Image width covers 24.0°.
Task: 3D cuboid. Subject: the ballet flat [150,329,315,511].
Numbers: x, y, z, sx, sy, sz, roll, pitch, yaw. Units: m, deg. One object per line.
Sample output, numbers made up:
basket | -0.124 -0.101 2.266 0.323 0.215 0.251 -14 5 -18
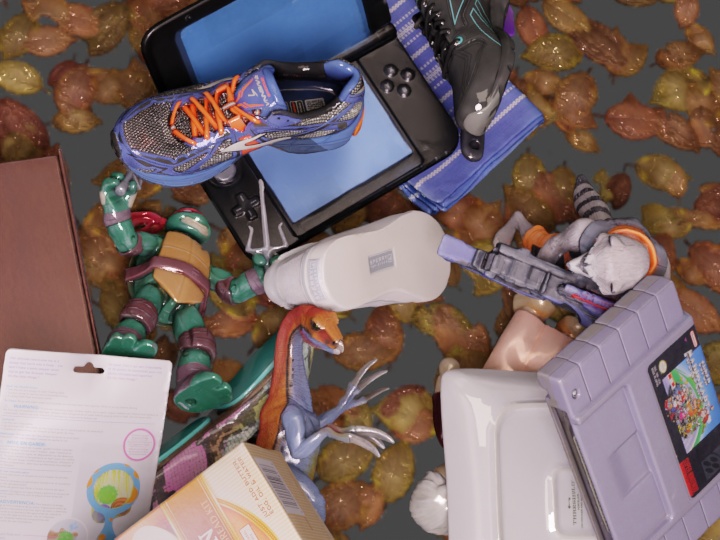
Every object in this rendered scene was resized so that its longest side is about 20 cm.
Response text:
ballet flat | -0.092 0.121 1.234 0.200 0.069 0.071 -43 101 -20

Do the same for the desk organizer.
desk organizer | -0.238 0.022 1.229 0.077 0.072 0.201 -9 71 -14

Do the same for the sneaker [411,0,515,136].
sneaker | 0.077 -0.184 1.335 0.079 0.076 0.201 14 46 -10

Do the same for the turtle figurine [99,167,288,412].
turtle figurine | -0.130 0.001 1.243 0.149 0.101 0.201 15 48 -12

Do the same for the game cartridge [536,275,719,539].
game cartridge | 0.204 0.118 1.204 0.129 0.038 0.201 -36 120 -22

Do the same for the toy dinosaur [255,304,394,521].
toy dinosaur | -0.048 0.123 1.183 0.199 0.105 0.182 -21 98 -19

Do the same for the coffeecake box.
coffeecake box | -0.101 0.232 1.077 0.200 0.073 0.154 -38 70 8

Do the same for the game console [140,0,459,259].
game console | -0.041 -0.135 1.296 0.199 0.116 0.176 -30 79 -11

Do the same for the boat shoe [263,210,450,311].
boat shoe | 0.000 0.000 1.270 0.200 0.068 0.072 -23 105 -57

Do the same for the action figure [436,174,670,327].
action figure | 0.158 -0.021 1.273 0.199 0.193 0.105 21 95 -12

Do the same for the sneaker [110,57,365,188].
sneaker | -0.085 -0.118 1.222 0.199 0.078 0.076 -17 74 -21

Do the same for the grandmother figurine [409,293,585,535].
grandmother figurine | 0.105 0.116 1.284 0.121 0.061 0.200 31 68 14

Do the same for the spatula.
spatula | 0.097 -0.165 1.384 0.056 0.021 0.201 18 53 -14

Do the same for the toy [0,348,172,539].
toy | -0.203 0.151 1.159 0.115 0.047 0.201 6 97 -25

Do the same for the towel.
towel | 0.041 -0.154 1.391 0.200 0.024 0.145 46 65 7

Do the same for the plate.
plate | 0.156 0.172 1.248 0.199 0.032 0.201 2 79 -25
